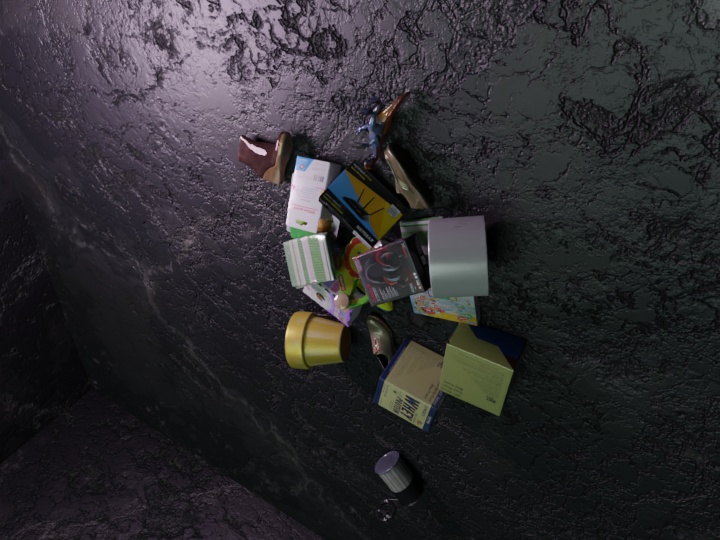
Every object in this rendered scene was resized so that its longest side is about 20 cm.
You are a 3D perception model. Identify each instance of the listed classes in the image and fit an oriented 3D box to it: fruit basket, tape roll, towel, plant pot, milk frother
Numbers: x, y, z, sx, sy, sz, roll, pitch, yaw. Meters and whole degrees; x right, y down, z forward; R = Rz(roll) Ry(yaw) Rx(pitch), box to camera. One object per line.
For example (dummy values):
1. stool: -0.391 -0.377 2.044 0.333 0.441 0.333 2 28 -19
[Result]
1. fruit basket: -0.138 -0.177 1.672 0.185 0.094 0.201 23 117 20
2. tape roll: 0.247 -0.033 1.377 0.138 0.203 0.203 -2 124 11
3. towel: 0.198 -0.055 1.541 0.152 0.023 0.201 -2 122 38
4. plant pot: -0.139 0.249 1.920 0.188 0.201 0.202 3 125 17
5. milk frother: 0.116 0.865 2.193 0.180 0.200 0.188 -24 106 48
6. towel: -0.155 -0.029 1.668 0.199 0.023 0.153 -11 91 45

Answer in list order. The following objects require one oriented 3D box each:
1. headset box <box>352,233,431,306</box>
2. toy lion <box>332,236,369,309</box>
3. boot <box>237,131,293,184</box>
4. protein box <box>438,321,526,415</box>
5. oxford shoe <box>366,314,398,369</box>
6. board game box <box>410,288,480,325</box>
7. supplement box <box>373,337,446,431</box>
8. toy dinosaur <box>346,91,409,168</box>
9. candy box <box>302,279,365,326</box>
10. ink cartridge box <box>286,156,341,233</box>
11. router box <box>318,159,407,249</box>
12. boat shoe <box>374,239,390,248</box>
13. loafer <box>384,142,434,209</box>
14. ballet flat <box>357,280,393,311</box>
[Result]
1. headset box: 0.081 0.004 1.492 0.199 0.075 0.149 -18 95 36
2. toy lion: 0.000 0.000 1.638 0.191 0.069 0.201 -18 78 20
3. boot: -0.291 -0.359 1.633 0.166 0.072 0.200 33 139 8
4. protein box: 0.354 0.279 1.613 0.198 0.135 0.201 20 132 21
5. oxford shoe: 0.069 0.241 1.833 0.070 0.075 0.201 -11 115 42
6. board game box: 0.241 0.088 1.591 0.199 0.034 0.135 10 141 27
7. supplement box: 0.180 0.362 1.756 0.199 0.200 0.135 26 135 16
8. toy dinosaur: 0.043 -0.341 1.401 0.199 0.105 0.182 -1 143 22
9. candy box: -0.090 0.074 1.782 0.200 0.072 0.168 38 158 9
10. ink cartridge box: -0.135 -0.215 1.572 0.115 0.068 0.201 16 100 26
11. router box: 0.006 -0.180 1.504 0.200 0.149 0.051 43 171 -1
12. boat shoe: 0.127 -0.028 1.543 0.200 0.071 0.069 42 127 13
13. loafer: 0.116 -0.237 1.431 0.067 0.076 0.200 -23 107 38
14. ballet flat: 0.033 0.046 1.721 0.200 0.067 0.067 40 127 5
